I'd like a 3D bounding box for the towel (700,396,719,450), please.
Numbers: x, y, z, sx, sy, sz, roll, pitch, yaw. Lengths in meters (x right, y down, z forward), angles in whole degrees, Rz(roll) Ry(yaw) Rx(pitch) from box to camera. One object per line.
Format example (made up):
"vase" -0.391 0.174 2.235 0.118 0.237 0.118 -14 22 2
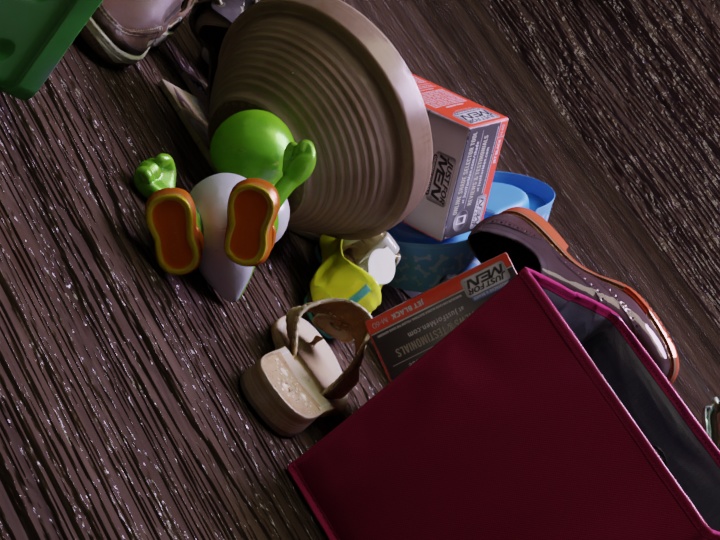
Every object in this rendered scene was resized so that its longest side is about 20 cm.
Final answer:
"towel" 0.286 0.199 1.511 0.200 0.023 0.154 66 23 -68

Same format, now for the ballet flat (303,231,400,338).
"ballet flat" 0.000 0.000 1.500 0.067 0.067 0.200 49 13 -9

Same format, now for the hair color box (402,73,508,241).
"hair color box" 0.018 -0.112 1.571 0.199 0.103 0.061 29 28 31

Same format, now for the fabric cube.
"fabric cube" 0.114 0.149 1.195 0.197 0.199 0.200 55 15 23

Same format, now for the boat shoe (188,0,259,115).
"boat shoe" -0.099 -0.208 1.570 0.073 0.074 0.202 7 67 -34

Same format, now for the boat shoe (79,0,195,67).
"boat shoe" -0.173 -0.215 1.495 0.075 0.075 0.202 48 14 -7

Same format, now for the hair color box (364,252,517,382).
"hair color box" 0.076 0.069 1.341 0.200 0.110 0.064 67 -3 -69

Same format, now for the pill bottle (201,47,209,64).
"pill bottle" -0.035 -0.167 1.701 0.200 0.111 0.112 42 15 -12

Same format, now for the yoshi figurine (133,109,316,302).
"yoshi figurine" -0.087 -0.060 1.305 0.112 0.112 0.200 43 11 -2

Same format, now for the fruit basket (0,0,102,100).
"fruit basket" -0.226 -0.215 1.213 0.214 0.156 0.217 30 33 -21

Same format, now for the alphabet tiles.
"alphabet tiles" -0.093 -0.096 1.582 0.168 0.008 0.200 57 14 23

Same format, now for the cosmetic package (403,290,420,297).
"cosmetic package" 0.044 -0.058 1.787 0.102 0.074 0.201 39 17 -37

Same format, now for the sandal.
"sandal" -0.020 0.054 1.285 0.078 0.069 0.212 50 13 -1

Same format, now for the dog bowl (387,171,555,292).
"dog bowl" 0.084 -0.033 1.624 0.111 0.050 0.199 19 29 37

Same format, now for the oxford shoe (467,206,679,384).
"oxford shoe" 0.163 0.030 1.499 0.200 0.072 0.072 40 28 21

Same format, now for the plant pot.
"plant pot" -0.050 -0.102 1.436 0.092 0.201 0.201 -36 85 -38

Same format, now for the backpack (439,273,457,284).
"backpack" 0.133 0.116 1.505 0.199 0.155 0.163 33 -1 28
